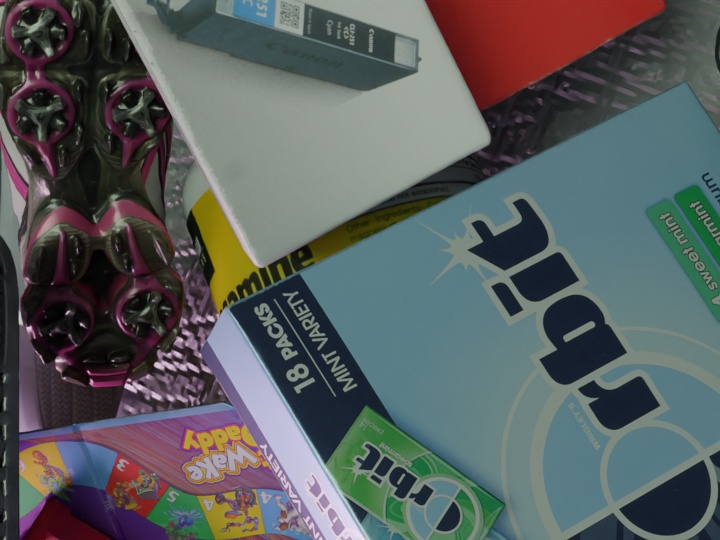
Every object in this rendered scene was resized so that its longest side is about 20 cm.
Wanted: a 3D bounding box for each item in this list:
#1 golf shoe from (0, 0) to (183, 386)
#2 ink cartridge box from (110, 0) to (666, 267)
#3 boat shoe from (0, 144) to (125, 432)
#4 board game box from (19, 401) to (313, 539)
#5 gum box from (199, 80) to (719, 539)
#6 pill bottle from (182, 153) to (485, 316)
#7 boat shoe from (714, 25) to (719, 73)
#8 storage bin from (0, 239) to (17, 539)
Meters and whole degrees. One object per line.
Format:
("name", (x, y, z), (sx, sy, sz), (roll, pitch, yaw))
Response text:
("golf shoe", (-0.102, -0.062, 0.906), (0.092, 0.072, 0.201), (-113, 25, -58))
("ink cartridge box", (-0.006, -0.131, 0.827), (0.176, 0.045, 0.201), (-29, 105, -4))
("boat shoe", (-0.140, -0.010, 1.022), (0.066, 0.073, 0.201), (-13, 65, 28))
("board game box", (-0.080, 0.131, 0.877), (0.199, 0.039, 0.159), (-9, 115, 22))
("gum box", (0.074, 0.049, 0.831), (0.170, 0.199, 0.045), (58, 154, 12))
("pill bottle", (0.000, 0.000, 0.919), (0.112, 0.112, 0.201), (-29, 72, 22))
("boat shoe", (0.204, -0.039, 0.844), (0.199, 0.066, 0.075), (39, 102, 25))
("storage bin", (-0.213, 0.058, 0.873), (0.199, 0.093, 0.136), (-9, 79, 47))
